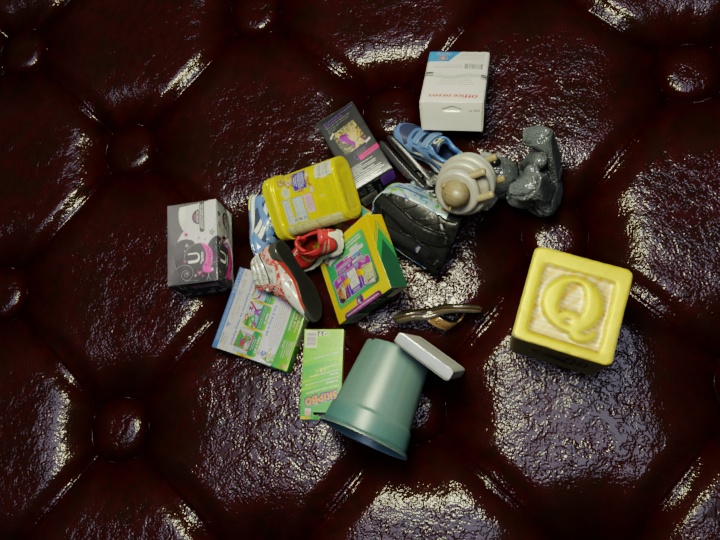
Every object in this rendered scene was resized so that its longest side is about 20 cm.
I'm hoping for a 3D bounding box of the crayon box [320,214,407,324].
[{"bbox_3d":[0.000,0.000,1.480,0.200,0.058,0.175,-37,64,45],"label":"crayon box"}]

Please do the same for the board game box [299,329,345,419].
[{"bbox_3d":[-0.085,0.235,1.511,0.094,0.030,0.203,-1,73,11],"label":"board game box"}]

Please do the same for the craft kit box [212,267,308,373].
[{"bbox_3d":[-0.222,0.114,1.561,0.195,0.049,0.203,16,79,17],"label":"craft kit box"}]

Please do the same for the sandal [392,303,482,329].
[{"bbox_3d":[0.171,0.106,1.472,0.197,0.082,0.055,-10,90,7],"label":"sandal"}]

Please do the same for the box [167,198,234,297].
[{"bbox_3d":[-0.380,-0.052,1.595,0.130,0.115,0.203,-7,75,9],"label":"box"}]

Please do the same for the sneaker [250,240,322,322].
[{"bbox_3d":[-0.172,0.039,1.521,0.107,0.067,0.203,-27,96,35],"label":"sneaker"}]

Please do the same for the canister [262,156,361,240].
[{"bbox_3d":[-0.108,-0.161,1.506,0.198,0.086,0.151,-13,97,31],"label":"canister"}]

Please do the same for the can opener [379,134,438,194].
[{"bbox_3d":[0.117,-0.232,1.545,0.200,0.079,0.063,44,59,3],"label":"can opener"}]

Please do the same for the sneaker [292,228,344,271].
[{"bbox_3d":[-0.118,-0.055,1.512,0.199,0.084,0.078,-27,62,49],"label":"sneaker"}]

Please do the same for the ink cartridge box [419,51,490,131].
[{"bbox_3d":[0.222,-0.419,1.554,0.144,0.086,0.202,4,52,12],"label":"ink cartridge box"}]

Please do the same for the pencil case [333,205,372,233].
[{"bbox_3d":[-0.050,-0.143,1.576,0.199,0.088,0.089,36,84,16],"label":"pencil case"}]

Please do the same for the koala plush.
[{"bbox_3d":[0.338,-0.203,1.495,0.198,0.184,0.179,4,66,33],"label":"koala plush"}]

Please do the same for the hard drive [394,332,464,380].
[{"bbox_3d":[0.148,0.179,1.390,0.131,0.200,0.027,35,93,17],"label":"hard drive"}]

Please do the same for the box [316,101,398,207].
[{"bbox_3d":[-0.006,-0.271,1.577,0.105,0.122,0.202,-29,72,3],"label":"box"}]

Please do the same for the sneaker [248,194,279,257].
[{"bbox_3d":[-0.220,-0.093,1.599,0.081,0.074,0.203,-8,75,6],"label":"sneaker"}]

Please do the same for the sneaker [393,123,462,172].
[{"bbox_3d":[0.163,-0.293,1.560,0.199,0.082,0.074,36,72,16],"label":"sneaker"}]

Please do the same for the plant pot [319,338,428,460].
[{"bbox_3d":[0.042,0.262,1.403,0.198,0.201,0.198,19,72,15],"label":"plant pot"}]

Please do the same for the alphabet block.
[{"bbox_3d":[0.421,0.088,1.363,0.194,0.200,0.198,14,78,14],"label":"alphabet block"}]

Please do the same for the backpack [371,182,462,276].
[{"bbox_3d":[0.118,-0.110,1.498,0.198,0.165,0.154,21,39,5],"label":"backpack"}]

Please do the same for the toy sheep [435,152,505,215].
[{"bbox_3d":[0.226,-0.185,1.400,0.136,0.200,0.140,12,118,24],"label":"toy sheep"}]
